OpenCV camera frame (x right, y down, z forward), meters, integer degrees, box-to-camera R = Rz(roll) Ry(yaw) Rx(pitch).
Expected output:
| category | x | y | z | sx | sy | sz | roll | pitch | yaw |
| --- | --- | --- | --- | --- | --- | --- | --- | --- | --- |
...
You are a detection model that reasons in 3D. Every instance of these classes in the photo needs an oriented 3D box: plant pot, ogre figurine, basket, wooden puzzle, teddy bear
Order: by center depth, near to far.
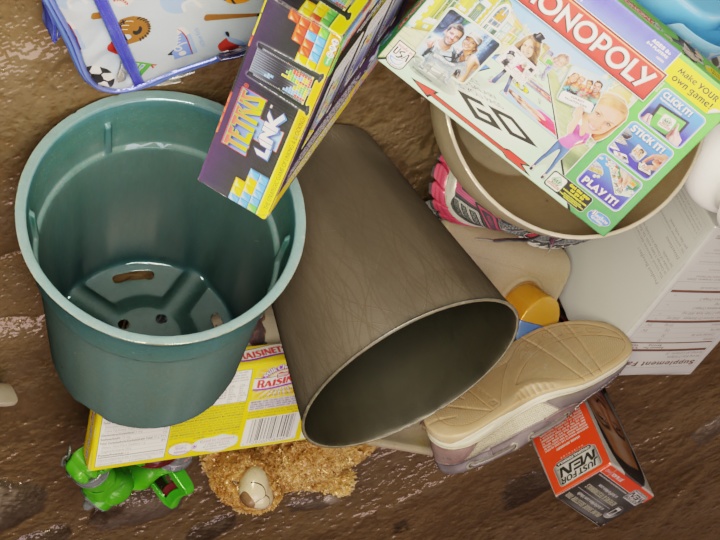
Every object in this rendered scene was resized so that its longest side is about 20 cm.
| category | x | y | z | sx | sy | sz | roll | pitch | yaw |
| --- | --- | --- | --- | --- | --- | --- | --- | --- | --- |
| plant pot | 0.131 | -0.121 | 1.357 | 0.199 | 0.202 | 0.134 | -9 | -178 | -17 |
| plant pot | -0.150 | 0.009 | 1.369 | 0.199 | 0.201 | 0.196 | -10 | 152 | -16 |
| basket | 0.000 | 0.000 | 1.407 | 0.180 | 0.201 | 0.136 | -34 | 147 | 13 |
| wooden puzzle | 0.094 | 0.063 | 1.564 | 0.185 | 0.046 | 0.201 | 15 | 100 | -49 |
| ogre figurine | -0.173 | 0.144 | 1.607 | 0.200 | 0.098 | 0.120 | -53 | 175 | -39 |
| teddy bear | -0.047 | 0.167 | 1.742 | 0.199 | 0.067 | 0.145 | -16 | 144 | -9 |

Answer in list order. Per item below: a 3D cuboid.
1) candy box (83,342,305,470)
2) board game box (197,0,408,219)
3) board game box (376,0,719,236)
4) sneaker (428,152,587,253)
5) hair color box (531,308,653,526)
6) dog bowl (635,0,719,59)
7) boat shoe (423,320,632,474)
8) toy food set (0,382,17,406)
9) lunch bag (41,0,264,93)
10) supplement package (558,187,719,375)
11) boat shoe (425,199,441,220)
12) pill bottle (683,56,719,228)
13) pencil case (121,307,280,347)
| category | x | y | z | sx | sy | sz | roll | pitch | yaw |
| --- | --- | --- | --- | --- | --- | --- | --- | --- | --- |
| candy box | -0.119 | 0.106 | 1.511 | 0.199 | 0.026 | 0.103 | -6 | 133 | -24 |
| board game box | -0.020 | -0.155 | 1.206 | 0.057 | 0.200 | 0.166 | 30 | 135 | 2 |
| board game box | 0.129 | -0.130 | 1.233 | 0.200 | 0.029 | 0.135 | 36 | 119 | -12 |
| sneaker | 0.146 | -0.052 | 1.500 | 0.199 | 0.074 | 0.081 | 1 | 101 | -41 |
| hair color box | 0.181 | 0.117 | 1.675 | 0.061 | 0.201 | 0.101 | -32 | 145 | 16 |
| dog bowl | 0.182 | -0.212 | 1.266 | 0.199 | 0.112 | 0.050 | 34 | 140 | -17 |
| boat shoe | 0.137 | 0.105 | 1.554 | 0.199 | 0.072 | 0.065 | -27 | 138 | -26 |
| toy food set | -0.378 | 0.160 | 1.559 | 0.143 | 0.061 | 0.200 | 2 | 140 | -30 |
| lunch bag | -0.134 | -0.196 | 1.184 | 0.159 | 0.076 | 0.200 | -18 | 145 | 0 |
| supplement package | 0.270 | -0.014 | 1.615 | 0.117 | 0.117 | 0.200 | 1 | 141 | -32 |
| boat shoe | 0.051 | 0.032 | 1.584 | 0.070 | 0.091 | 0.201 | -1 | 141 | -27 |
| pill bottle | 0.278 | -0.115 | 1.403 | 0.115 | 0.201 | 0.116 | -15 | 146 | -10 |
| pencil case | -0.106 | 0.065 | 1.555 | 0.199 | 0.078 | 0.090 | -3 | 115 | -26 |
